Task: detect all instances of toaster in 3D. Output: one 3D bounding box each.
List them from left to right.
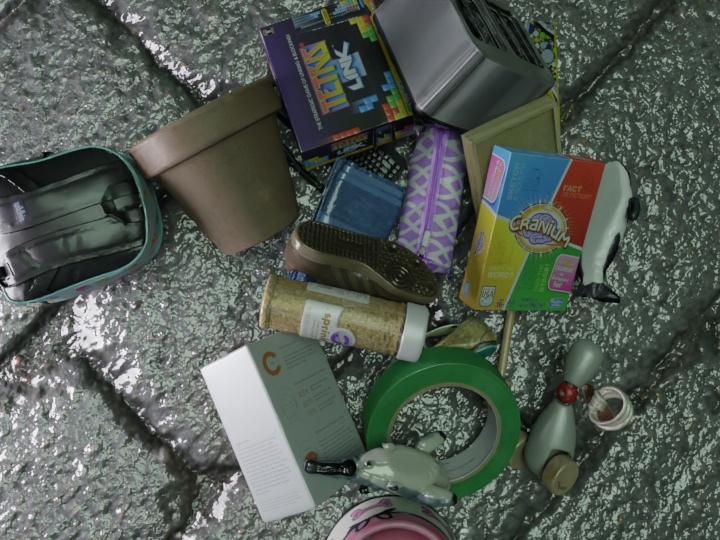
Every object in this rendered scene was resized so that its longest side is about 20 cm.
[{"bbox_3d":[0.130,-0.266,0.904,0.179,0.119,0.203,4,55,-42],"label":"toaster"}]

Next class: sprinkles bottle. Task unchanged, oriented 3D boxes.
[{"bbox_3d":[-0.020,0.056,0.862,0.196,0.068,0.070,12,84,-1],"label":"sprinkles bottle"}]

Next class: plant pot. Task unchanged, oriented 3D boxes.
[{"bbox_3d":[-0.165,-0.121,0.912,0.198,0.200,0.177,-28,103,-6],"label":"plant pot"}]

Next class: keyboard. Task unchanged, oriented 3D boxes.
[{"bbox_3d":[-0.044,-0.169,0.995,0.199,0.021,0.128,40,83,2],"label":"keyboard"}]

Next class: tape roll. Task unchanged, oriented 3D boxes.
[{"bbox_3d":[0.102,0.197,0.910,0.196,0.048,0.204,-2,111,-6],"label":"tape roll"}]

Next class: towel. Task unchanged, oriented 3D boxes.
[{"bbox_3d":[-0.021,-0.037,0.955,0.110,0.048,0.203,23,88,-25],"label":"towel"}]

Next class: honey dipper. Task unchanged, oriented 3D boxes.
[{"bbox_3d":[0.199,0.094,0.975,0.037,0.038,0.204,12,82,-2],"label":"honey dipper"}]

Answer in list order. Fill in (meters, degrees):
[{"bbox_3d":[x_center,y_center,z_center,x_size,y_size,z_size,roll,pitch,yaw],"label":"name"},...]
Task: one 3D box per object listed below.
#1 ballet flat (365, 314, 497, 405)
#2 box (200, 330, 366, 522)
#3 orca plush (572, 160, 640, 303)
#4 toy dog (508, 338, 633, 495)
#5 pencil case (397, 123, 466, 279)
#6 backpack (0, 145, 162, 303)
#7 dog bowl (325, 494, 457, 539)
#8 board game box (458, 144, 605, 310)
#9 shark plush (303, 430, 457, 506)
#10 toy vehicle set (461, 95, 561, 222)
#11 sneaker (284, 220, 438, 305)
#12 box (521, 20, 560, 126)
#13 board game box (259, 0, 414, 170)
[{"bbox_3d":[0.086,0.121,0.956,0.198,0.071,0.072,-28,86,-3],"label":"ballet flat"},{"bbox_3d":[-0.091,0.183,0.890,0.097,0.124,0.203,-27,85,35],"label":"box"},{"bbox_3d":[0.345,-0.045,0.979,0.071,0.104,0.203,30,53,-37],"label":"orca plush"},{"bbox_3d":[0.274,0.197,0.937,0.201,0.095,0.133,-52,47,21],"label":"toy dog"},{"bbox_3d":[0.095,-0.094,0.963,0.082,0.085,0.204,6,82,17],"label":"pencil case"},{"bbox_3d":[-0.350,-0.061,0.899,0.197,0.153,0.179,-18,88,5],"label":"backpack"},{"bbox_3d":[0.043,0.399,0.917,0.196,0.074,0.204,0,84,-4],"label":"dog bowl"},{"bbox_3d":[0.218,-0.049,0.917,0.150,0.040,0.204,1,110,-25],"label":"board game box"},{"bbox_3d":[0.029,0.252,0.842,0.197,0.083,0.092,3,53,-33],"label":"shark plush"},{"bbox_3d":[0.206,-0.109,0.936,0.123,0.027,0.202,-24,126,-9],"label":"toy vehicle set"},{"bbox_3d":[0.000,0.000,0.898,0.197,0.076,0.071,23,51,-10],"label":"sneaker"},{"bbox_3d":[0.234,-0.237,0.996,0.069,0.064,0.204,-1,84,-4],"label":"box"},{"bbox_3d":[-0.030,-0.256,0.962,0.163,0.057,0.203,-19,72,-4],"label":"board game box"}]
